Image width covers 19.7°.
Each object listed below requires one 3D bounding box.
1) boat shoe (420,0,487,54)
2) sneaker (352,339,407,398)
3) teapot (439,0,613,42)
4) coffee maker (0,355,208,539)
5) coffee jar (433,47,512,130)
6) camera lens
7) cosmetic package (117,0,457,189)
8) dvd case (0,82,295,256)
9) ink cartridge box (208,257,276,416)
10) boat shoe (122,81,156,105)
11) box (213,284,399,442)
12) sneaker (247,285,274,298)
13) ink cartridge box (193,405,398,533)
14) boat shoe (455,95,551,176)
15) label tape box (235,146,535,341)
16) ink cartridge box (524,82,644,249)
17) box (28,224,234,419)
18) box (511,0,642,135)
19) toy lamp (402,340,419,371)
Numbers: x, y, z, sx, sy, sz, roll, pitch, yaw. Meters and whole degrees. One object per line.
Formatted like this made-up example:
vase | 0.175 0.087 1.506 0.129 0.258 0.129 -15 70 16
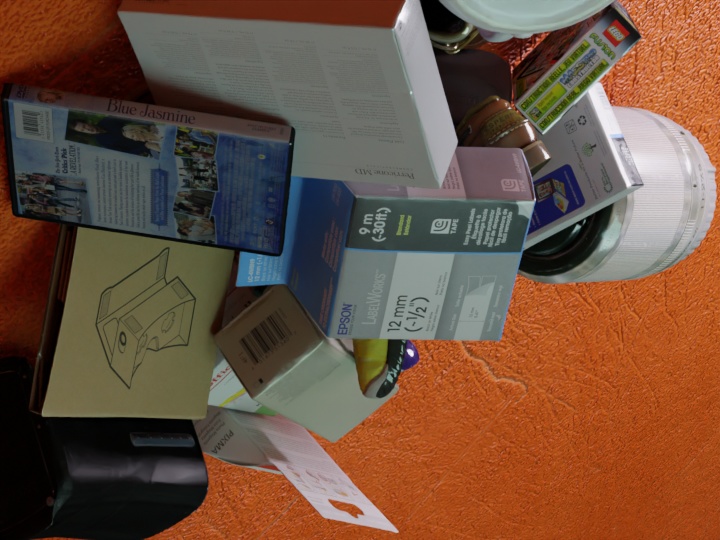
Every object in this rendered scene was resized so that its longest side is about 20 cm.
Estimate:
boat shoe | 0.059 -0.200 1.581 0.074 0.067 0.200 -45 154 15
sneaker | 0.000 0.000 1.619 0.076 0.202 0.075 -2 -173 -4
teapot | 0.110 -0.269 1.430 0.200 0.147 0.197 -39 131 17
coffee maker | -0.229 0.173 1.679 0.134 0.194 0.199 -3 172 32
coffee jar | 0.061 -0.098 1.711 0.103 0.086 0.201 7 142 -7
camera lens | 0.214 -0.070 1.891 0.199 0.160 0.160 -2 137 -52
cosmetic package | -0.046 -0.129 1.387 0.151 0.198 0.052 73 31 -46
dvd case | -0.147 -0.067 1.436 0.198 0.018 0.143 9 148 -1
ink cartridge box | -0.103 0.058 1.790 0.117 0.067 0.200 -45 154 15
boat shoe | -0.102 -0.091 1.545 0.070 0.071 0.199 -47 152 20
box | -0.043 0.079 1.742 0.082 0.069 0.200 -38 157 5
sneaker | -0.056 -0.004 1.730 0.087 0.075 0.200 -50 149 -13
ink cartridge box | -0.075 0.174 1.865 0.057 0.200 0.162 -46 154 11
boat shoe | 0.082 -0.078 1.619 0.072 0.068 0.200 -30 174 -32
label tape box | 0.016 -0.019 1.511 0.198 0.066 0.144 0 134 -12
ink cartridge box | 0.141 -0.075 1.792 0.199 0.100 0.039 -27 170 33
box | -0.172 0.034 1.608 0.199 0.021 0.165 9 91 -58
box | 0.173 -0.175 1.693 0.110 0.035 0.200 -45 -173 11
toy lamp | 0.011 -0.019 1.677 0.058 0.058 0.202 -21 114 -32
